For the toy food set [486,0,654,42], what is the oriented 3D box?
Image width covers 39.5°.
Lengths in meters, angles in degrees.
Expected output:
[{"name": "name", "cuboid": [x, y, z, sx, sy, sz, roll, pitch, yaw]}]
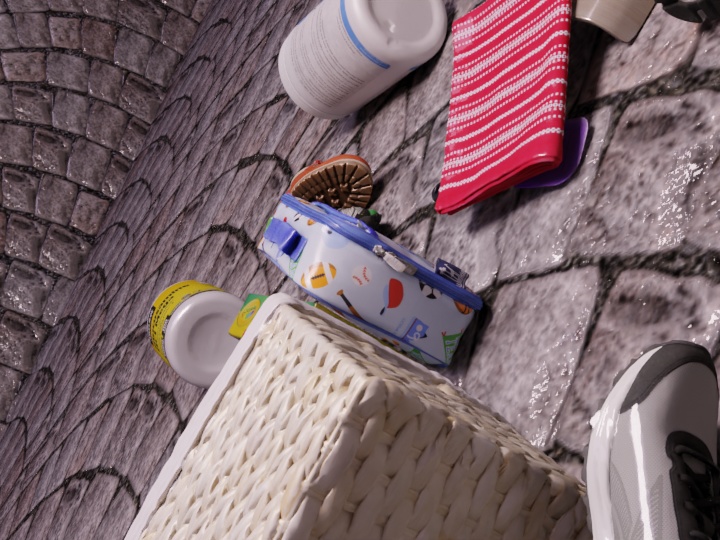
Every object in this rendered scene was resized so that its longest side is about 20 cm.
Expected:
[{"name": "toy food set", "cuboid": [0.198, -0.265, 0.857, 0.144, 0.060, 0.200, -59, 29, 1]}]

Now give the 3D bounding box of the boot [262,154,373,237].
[{"name": "boot", "cuboid": [-0.042, -0.098, 1.150, 0.200, 0.075, 0.108, -33, 29, 52]}]

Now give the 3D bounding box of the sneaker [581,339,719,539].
[{"name": "sneaker", "cuboid": [0.142, 0.128, 0.450, 0.079, 0.074, 0.201, -11, 57, 51]}]

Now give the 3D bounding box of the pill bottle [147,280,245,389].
[{"name": "pill bottle", "cuboid": [-0.197, 0.071, 1.216, 0.113, 0.112, 0.200, -62, 21, -6]}]

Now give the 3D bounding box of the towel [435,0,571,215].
[{"name": "towel", "cuboid": [0.116, -0.152, 0.823, 0.144, 0.022, 0.201, -24, 53, 53]}]

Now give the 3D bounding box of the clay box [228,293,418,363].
[{"name": "clay box", "cuboid": [-0.026, 0.068, 0.832, 0.048, 0.115, 0.200, -63, 22, -11]}]

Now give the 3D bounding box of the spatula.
[{"name": "spatula", "cuboid": [0.115, -0.081, 0.836, 0.200, 0.020, 0.057, -17, 54, 62]}]

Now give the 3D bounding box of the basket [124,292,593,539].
[{"name": "basket", "cuboid": [0.002, 0.149, 0.557, 0.201, 0.198, 0.161, -60, 25, -3]}]

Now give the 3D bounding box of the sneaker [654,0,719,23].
[{"name": "sneaker", "cuboid": [0.268, -0.242, 0.629, 0.200, 0.078, 0.091, -25, 33, 53]}]

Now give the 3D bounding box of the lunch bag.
[{"name": "lunch bag", "cuboid": [0.000, 0.000, 0.798, 0.076, 0.160, 0.200, -60, 20, 0]}]

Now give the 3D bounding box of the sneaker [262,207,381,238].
[{"name": "sneaker", "cuboid": [-0.046, -0.031, 1.048, 0.200, 0.085, 0.078, -14, 49, 61]}]

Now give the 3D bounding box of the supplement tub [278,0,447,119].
[{"name": "supplement tub", "cuboid": [-0.001, -0.273, 1.197, 0.200, 0.132, 0.133, -22, 42, 56]}]
